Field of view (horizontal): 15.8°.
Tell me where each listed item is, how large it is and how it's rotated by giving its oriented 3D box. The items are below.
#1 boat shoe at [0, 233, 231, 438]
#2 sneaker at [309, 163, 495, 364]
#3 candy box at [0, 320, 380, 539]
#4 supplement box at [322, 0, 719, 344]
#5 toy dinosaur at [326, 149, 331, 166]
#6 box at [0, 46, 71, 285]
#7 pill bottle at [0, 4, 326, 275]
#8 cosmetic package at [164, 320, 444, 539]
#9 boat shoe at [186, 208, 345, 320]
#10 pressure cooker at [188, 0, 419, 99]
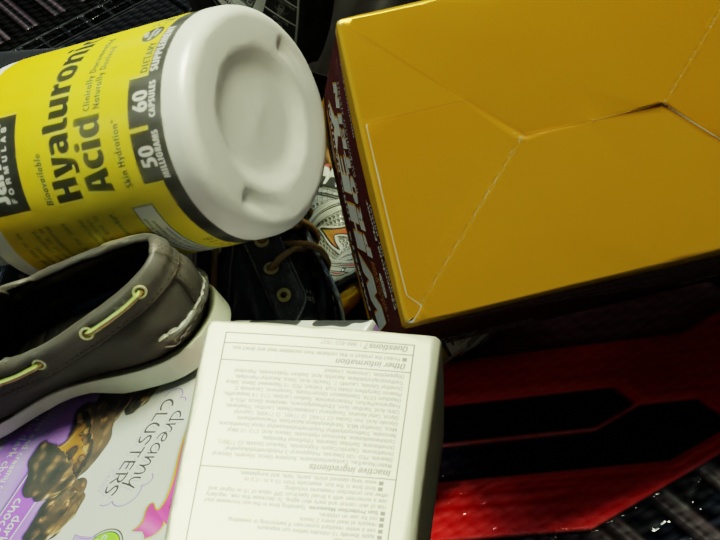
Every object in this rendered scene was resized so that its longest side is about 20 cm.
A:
[{"bbox_3d":[-0.160,0.032,1.232,0.200,0.061,0.072,-19,38,23],"label":"boat shoe"},{"bbox_3d":[0.000,0.000,1.355,0.082,0.078,0.199,-38,29,-26],"label":"sneaker"},{"bbox_3d":[-0.088,0.105,1.199,0.199,0.072,0.168,-1,44,40],"label":"candy box"},{"bbox_3d":[0.092,-0.052,1.186,0.196,0.134,0.200,-13,-5,-4],"label":"supplement box"},{"bbox_3d":[-0.016,-0.074,1.448,0.199,0.106,0.061,20,79,35],"label":"toy dinosaur"},{"bbox_3d":[-0.217,-0.017,1.447,0.199,0.104,0.183,1,70,41],"label":"box"},{"bbox_3d":[-0.124,-0.055,1.261,0.199,0.112,0.111,-12,27,36],"label":"pill bottle"},{"bbox_3d":[-0.025,0.122,1.039,0.103,0.073,0.201,5,53,7],"label":"cosmetic package"},{"bbox_3d":[-0.043,-0.011,1.310,0.071,0.202,0.091,0,10,-45],"label":"boat shoe"},{"bbox_3d":[-0.005,-0.191,1.450,0.177,0.200,0.177,14,52,-15],"label":"pressure cooker"}]
